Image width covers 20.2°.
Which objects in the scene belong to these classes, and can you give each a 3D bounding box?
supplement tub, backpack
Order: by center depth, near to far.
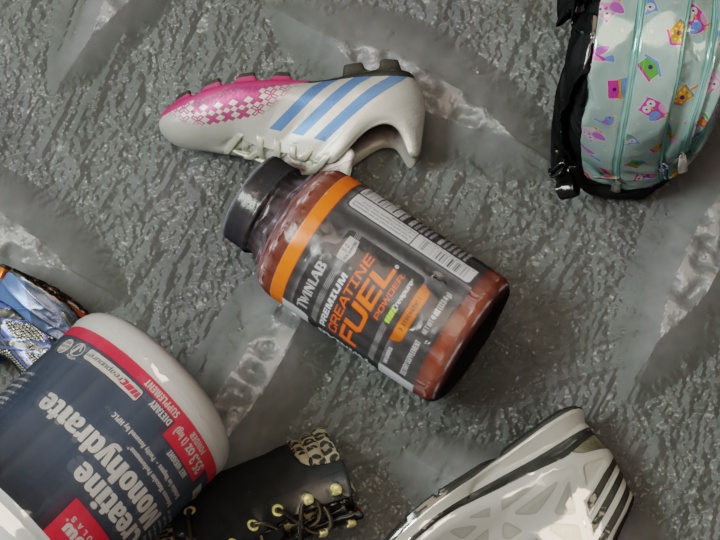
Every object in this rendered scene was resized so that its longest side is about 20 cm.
[{"bbox_3d":[-0.196,0.139,1.321,0.140,0.141,0.200,40,69,12],"label":"supplement tub"},{"bbox_3d":[0.200,-0.148,1.426,0.126,0.200,0.168,3,75,4],"label":"backpack"},{"bbox_3d":[0.000,0.000,1.447,0.199,0.107,0.107,33,79,11],"label":"supplement tub"}]

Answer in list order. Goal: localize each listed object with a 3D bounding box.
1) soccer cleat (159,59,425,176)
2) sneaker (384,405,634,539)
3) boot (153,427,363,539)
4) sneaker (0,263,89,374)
[{"bbox_3d":[-0.049,-0.101,1.493,0.198,0.070,0.087,-8,75,0],"label":"soccer cleat"},{"bbox_3d":[0.105,0.193,1.406,0.200,0.076,0.116,-34,75,-9],"label":"sneaker"},{"bbox_3d":[-0.069,0.186,1.375,0.153,0.204,0.074,-20,120,-7],"label":"boot"},{"bbox_3d":[-0.198,0.077,1.462,0.199,0.075,0.079,32,91,16],"label":"sneaker"}]
